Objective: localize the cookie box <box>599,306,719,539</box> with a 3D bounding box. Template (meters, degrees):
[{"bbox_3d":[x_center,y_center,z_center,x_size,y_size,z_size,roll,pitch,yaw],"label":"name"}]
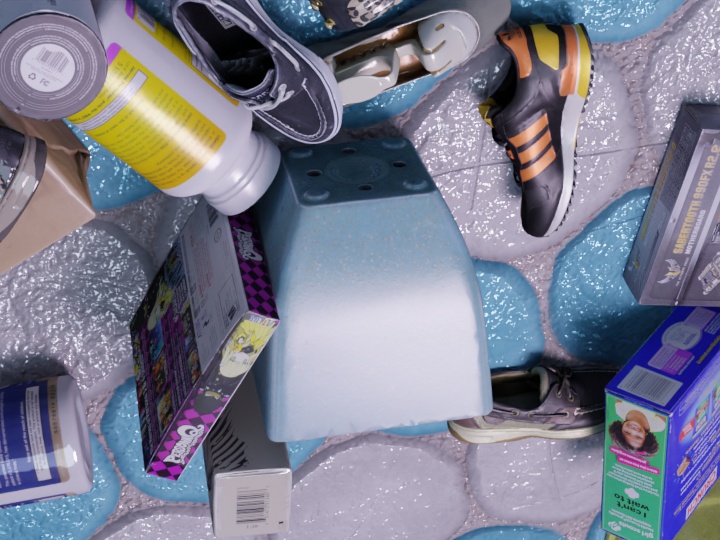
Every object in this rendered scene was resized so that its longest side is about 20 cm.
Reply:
[{"bbox_3d":[0.317,0.158,1.331,0.171,0.075,0.200,-40,138,-37],"label":"cookie box"}]

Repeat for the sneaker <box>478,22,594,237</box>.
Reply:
[{"bbox_3d":[0.143,-0.122,1.148,0.090,0.070,0.200,1,122,-8],"label":"sneaker"}]

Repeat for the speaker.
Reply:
[{"bbox_3d":[-0.230,-0.189,0.921,0.081,0.200,0.081,-10,128,-13],"label":"speaker"}]

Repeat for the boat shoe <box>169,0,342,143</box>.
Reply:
[{"bbox_3d":[-0.077,-0.152,0.993,0.072,0.068,0.200,-20,136,19],"label":"boat shoe"}]

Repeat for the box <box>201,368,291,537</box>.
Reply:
[{"bbox_3d":[-0.109,0.141,1.186,0.068,0.200,0.082,-3,125,-12],"label":"box"}]

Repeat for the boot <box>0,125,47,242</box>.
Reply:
[{"bbox_3d":[-0.338,-0.044,0.948,0.150,0.073,0.200,29,110,-32],"label":"boot"}]

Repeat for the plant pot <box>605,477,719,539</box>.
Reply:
[{"bbox_3d":[0.402,0.358,1.480,0.200,0.184,0.201,-7,126,-10],"label":"plant pot"}]

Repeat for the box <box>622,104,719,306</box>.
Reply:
[{"bbox_3d":[0.356,-0.057,1.255,0.158,0.048,0.200,2,125,-14],"label":"box"}]

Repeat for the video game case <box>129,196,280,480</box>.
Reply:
[{"bbox_3d":[-0.138,0.045,1.111,0.036,0.200,0.181,21,117,-27],"label":"video game case"}]

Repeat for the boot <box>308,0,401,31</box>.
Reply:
[{"bbox_3d":[-0.066,-0.235,1.009,0.203,0.074,0.154,-29,130,9],"label":"boot"}]

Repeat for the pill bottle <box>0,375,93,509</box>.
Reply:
[{"bbox_3d":[-0.352,0.166,1.200,0.200,0.111,0.111,-10,127,-7],"label":"pill bottle"}]

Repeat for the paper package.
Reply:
[{"bbox_3d":[-0.342,-0.077,1.035,0.200,0.104,0.191,-32,128,9],"label":"paper package"}]

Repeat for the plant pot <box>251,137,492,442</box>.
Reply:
[{"bbox_3d":[0.000,0.000,1.126,0.195,0.196,0.200,-6,120,-10],"label":"plant pot"}]

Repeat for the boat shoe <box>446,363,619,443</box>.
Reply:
[{"bbox_3d":[0.187,0.129,1.332,0.200,0.073,0.065,-11,132,-6],"label":"boat shoe"}]

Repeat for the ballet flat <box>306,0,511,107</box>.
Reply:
[{"bbox_3d":[0.037,-0.175,1.082,0.200,0.064,0.067,-20,127,0],"label":"ballet flat"}]

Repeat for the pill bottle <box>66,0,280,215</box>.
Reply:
[{"bbox_3d":[-0.158,-0.128,1.042,0.104,0.104,0.200,-41,124,16],"label":"pill bottle"}]
